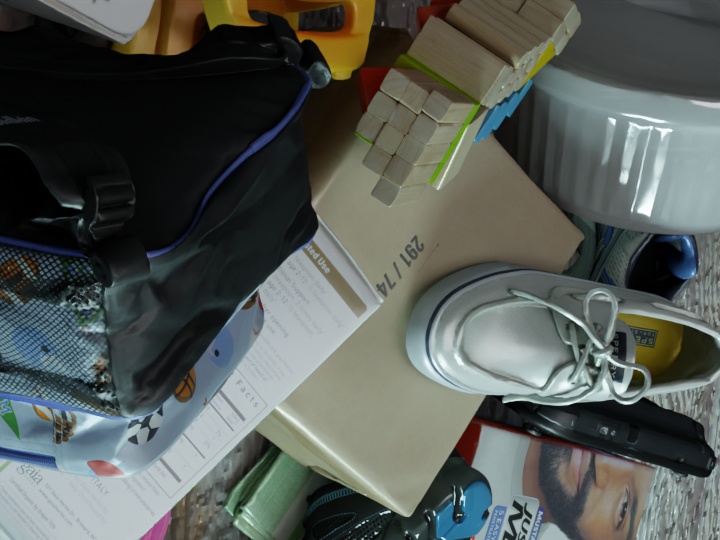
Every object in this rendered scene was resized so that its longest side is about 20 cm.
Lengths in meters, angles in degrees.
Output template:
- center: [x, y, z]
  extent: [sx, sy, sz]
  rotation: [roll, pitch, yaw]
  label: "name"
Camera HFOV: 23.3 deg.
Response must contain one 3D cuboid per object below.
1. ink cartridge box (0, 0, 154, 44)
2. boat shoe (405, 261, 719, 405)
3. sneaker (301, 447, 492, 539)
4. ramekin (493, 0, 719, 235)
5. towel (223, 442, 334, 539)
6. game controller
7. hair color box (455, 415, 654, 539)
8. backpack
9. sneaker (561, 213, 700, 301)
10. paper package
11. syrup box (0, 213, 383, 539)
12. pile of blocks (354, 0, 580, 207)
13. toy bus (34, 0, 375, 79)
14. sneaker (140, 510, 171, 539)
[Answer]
- center: [-0.146, -0.189, 0.712]
  extent: [0.084, 0.199, 0.147]
  rotation: [24, 88, -43]
  label: "ink cartridge box"
- center: [0.124, 0.044, 0.951]
  extent: [0.201, 0.086, 0.075]
  rotation: [8, 96, -35]
  label: "boat shoe"
- center: [-0.009, 0.177, 1.033]
  extent: [0.200, 0.082, 0.073]
  rotation: [-46, 141, 3]
  label: "sneaker"
- center: [0.170, -0.098, 1.041]
  extent: [0.202, 0.202, 0.095]
  rotation: [-15, 126, -37]
  label: "ramekin"
- center: [0.013, 0.142, 1.100]
  extent: [0.153, 0.023, 0.200]
  rotation: [-53, 131, -15]
  label: "towel"
- center: [0.151, 0.094, 1.147]
  extent: [0.199, 0.104, 0.042]
  rotation: [20, 92, -44]
  label: "game controller"
- center: [0.101, 0.158, 1.125]
  extent: [0.199, 0.064, 0.112]
  rotation: [17, 88, -49]
  label: "hair color box"
- center: [-0.127, -0.019, 0.690]
  extent: [0.200, 0.189, 0.155]
  rotation: [-48, 149, -57]
  label: "backpack"
- center: [0.181, -0.017, 1.108]
  extent: [0.077, 0.085, 0.201]
  rotation: [40, 49, -29]
  label: "sneaker"
- center: [0.000, 0.000, 0.966]
  extent: [0.191, 0.103, 0.201]
  rotation: [43, 74, -35]
  label: "paper package"
- center: [-0.092, 0.052, 0.807]
  extent: [0.200, 0.079, 0.082]
  rotation: [-44, 102, -16]
  label: "syrup box"
- center: [0.042, -0.098, 0.881]
  extent: [0.200, 0.062, 0.082]
  rotation: [-41, 162, -49]
  label: "pile of blocks"
- center: [-0.046, -0.148, 0.826]
  extent: [0.135, 0.191, 0.201]
  rotation: [1, 106, -43]
  label: "toy bus"
- center: [-0.198, 0.103, 0.857]
  extent: [0.199, 0.088, 0.082]
  rotation: [18, 84, -21]
  label: "sneaker"
